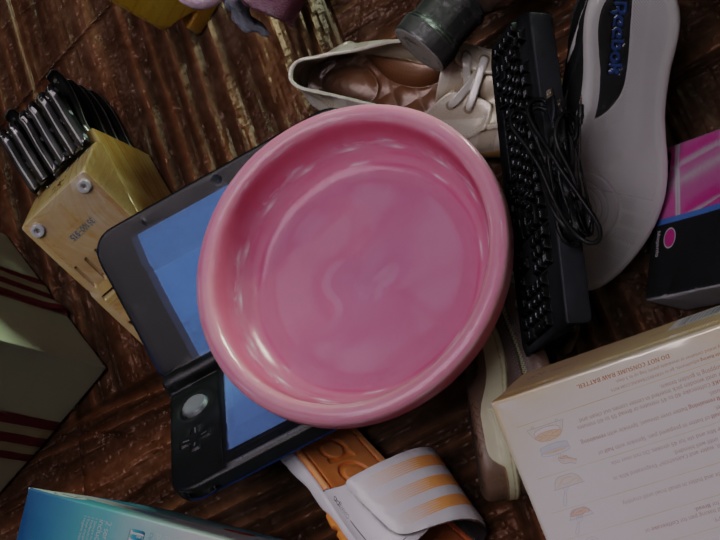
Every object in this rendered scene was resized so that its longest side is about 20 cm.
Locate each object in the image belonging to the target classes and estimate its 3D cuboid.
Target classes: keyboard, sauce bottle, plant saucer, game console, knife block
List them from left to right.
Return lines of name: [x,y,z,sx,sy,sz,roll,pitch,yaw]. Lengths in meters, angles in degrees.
knife block: [-0.174,-0.048,1.228,0.064,0.176,0.200,-40,106,16]
game console: [-0.061,0.020,1.081,0.200,0.118,0.171,-29,31,12]
plant saucer: [0.000,0.000,1.023,0.200,0.051,0.201,-8,69,21]
sauce bottle: [0.099,-0.214,1.077,0.066,0.066,0.200,35,80,31]
keyboard: [0.094,-0.058,0.987,0.104,0.040,0.200,136,132,-61]

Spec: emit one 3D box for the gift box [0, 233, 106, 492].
gift box: [-0.325,0.073,1.200,0.185,0.187,0.200,42,99,31]

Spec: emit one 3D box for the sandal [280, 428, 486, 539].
sandal: [0.011,0.128,1.050,0.207,0.079,0.059,42,130,32]

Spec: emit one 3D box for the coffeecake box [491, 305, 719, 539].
coffeecake box: [0.183,0.132,0.921,0.153,0.073,0.200,-21,92,23]

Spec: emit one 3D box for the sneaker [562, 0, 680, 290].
sneaker: [0.153,-0.095,1.041,0.073,0.112,0.200,11,113,1]

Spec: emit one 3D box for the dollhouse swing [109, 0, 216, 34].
dollhouse swing: [-0.187,-0.302,1.207,0.176,0.200,0.182,33,95,31]

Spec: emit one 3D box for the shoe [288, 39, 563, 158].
shoe: [0.042,-0.116,1.116,0.200,0.053,0.070,9,81,31]

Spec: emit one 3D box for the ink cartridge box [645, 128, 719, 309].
ink cartridge box: [0.225,-0.036,0.937,0.200,0.037,0.095,163,116,-66]

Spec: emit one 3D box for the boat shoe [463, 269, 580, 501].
boat shoe: [0.097,0.041,1.046,0.075,0.075,0.203,-8,69,1]

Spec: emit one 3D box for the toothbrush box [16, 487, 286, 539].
toothbrush box: [-0.098,0.201,1.063,0.200,0.146,0.085,10,83,32]

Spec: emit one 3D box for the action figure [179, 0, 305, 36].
action figure: [-0.044,-0.268,1.158,0.134,0.149,0.200,48,116,36]
